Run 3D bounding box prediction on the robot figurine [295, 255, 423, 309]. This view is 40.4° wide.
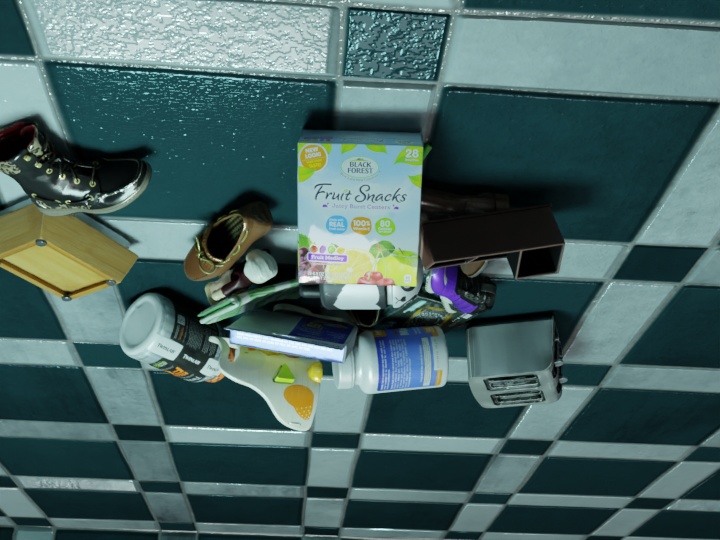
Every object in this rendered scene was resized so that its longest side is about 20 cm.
[{"bbox_3d":[0.000,0.001,1.529,0.197,0.127,0.150,0,-172,4],"label":"robot figurine"}]

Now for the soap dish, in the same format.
[{"bbox_3d":[-0.474,-0.030,1.536,0.156,0.082,0.200,-16,147,29],"label":"soap dish"}]

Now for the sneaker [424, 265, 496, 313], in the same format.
[{"bbox_3d":[0.173,0.022,1.606,0.098,0.071,0.200,8,165,23],"label":"sneaker"}]

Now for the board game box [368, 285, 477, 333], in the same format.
[{"bbox_3d":[0.104,0.088,1.798,0.134,0.029,0.200,17,149,-27],"label":"board game box"}]

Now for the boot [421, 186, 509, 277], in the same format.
[{"bbox_3d":[0.105,-0.063,1.472,0.197,0.065,0.188,3,139,-12],"label":"boot"}]

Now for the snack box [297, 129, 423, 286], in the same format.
[{"bbox_3d":[-0.001,-0.084,1.321,0.166,0.068,0.203,1,113,2],"label":"snack box"}]

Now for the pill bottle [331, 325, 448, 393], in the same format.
[{"bbox_3d":[0.051,0.162,1.759,0.197,0.113,0.112,-3,154,-11],"label":"pill bottle"}]

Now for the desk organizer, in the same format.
[{"bbox_3d":[0.187,-0.032,1.409,0.197,0.078,0.072,-8,139,-7],"label":"desk organizer"}]

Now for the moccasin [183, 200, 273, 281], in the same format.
[{"bbox_3d":[-0.216,-0.038,1.501,0.200,0.075,0.077,-26,173,42],"label":"moccasin"}]

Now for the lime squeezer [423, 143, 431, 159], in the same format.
[{"bbox_3d":[0.027,-0.107,1.381,0.199,0.071,0.038,-26,126,39],"label":"lime squeezer"}]

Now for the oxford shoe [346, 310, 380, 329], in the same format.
[{"bbox_3d":[0.003,0.066,1.702,0.072,0.086,0.201,-3,154,2],"label":"oxford shoe"}]

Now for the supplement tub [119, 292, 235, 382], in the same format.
[{"bbox_3d":[-0.330,0.129,1.789,0.121,0.124,0.199,-19,146,34],"label":"supplement tub"}]

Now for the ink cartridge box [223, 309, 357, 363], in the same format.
[{"bbox_3d":[-0.113,0.113,1.625,0.195,0.048,0.200,10,-170,6],"label":"ink cartridge box"}]

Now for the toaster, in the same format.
[{"bbox_3d":[0.287,0.172,1.854,0.197,0.120,0.181,-6,151,14],"label":"toaster"}]

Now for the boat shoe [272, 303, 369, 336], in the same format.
[{"bbox_3d":[-0.072,0.120,1.801,0.197,0.063,0.073,17,152,-11],"label":"boat shoe"}]

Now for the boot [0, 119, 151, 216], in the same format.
[{"bbox_3d":[-0.402,-0.142,1.337,0.197,0.074,0.151,-5,152,23],"label":"boot"}]

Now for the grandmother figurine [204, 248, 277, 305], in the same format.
[{"bbox_3d":[-0.185,0.008,1.571,0.060,0.122,0.199,41,156,-15],"label":"grandmother figurine"}]

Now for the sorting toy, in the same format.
[{"bbox_3d":[-0.171,0.162,1.678,0.178,0.200,0.108,19,106,-25],"label":"sorting toy"}]

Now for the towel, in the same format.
[{"bbox_3d":[-0.154,0.044,1.622,0.198,0.024,0.152,-14,173,-35],"label":"towel"}]
